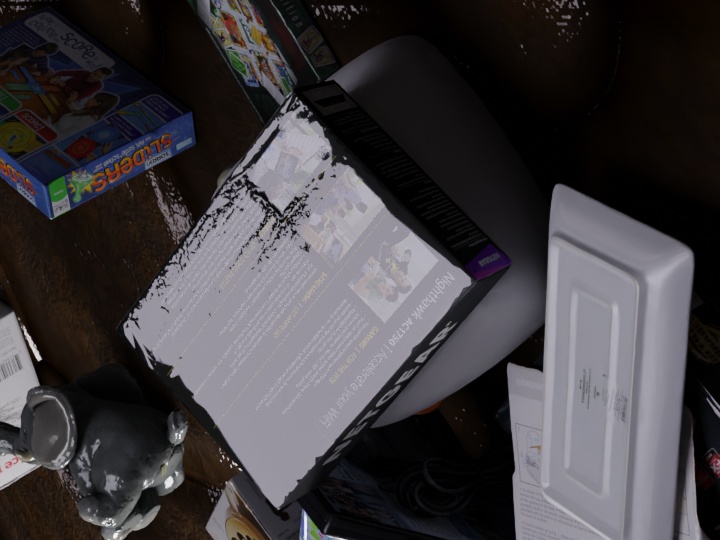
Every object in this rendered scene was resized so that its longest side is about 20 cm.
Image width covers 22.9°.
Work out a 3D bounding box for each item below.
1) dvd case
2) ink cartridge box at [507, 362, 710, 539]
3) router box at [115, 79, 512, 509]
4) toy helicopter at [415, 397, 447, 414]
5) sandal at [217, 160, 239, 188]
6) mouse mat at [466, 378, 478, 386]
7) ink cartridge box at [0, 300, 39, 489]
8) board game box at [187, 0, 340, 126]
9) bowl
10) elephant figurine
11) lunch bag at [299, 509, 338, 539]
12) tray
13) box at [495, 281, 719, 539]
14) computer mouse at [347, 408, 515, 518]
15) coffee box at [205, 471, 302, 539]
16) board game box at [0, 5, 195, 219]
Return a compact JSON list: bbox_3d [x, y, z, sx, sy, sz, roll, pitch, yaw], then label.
[{"bbox_3d":[0.038,0.152,1.138,0.018,0.200,0.143,-66,28,10],"label":"dvd case"},{"bbox_3d":[0.154,0.158,1.025,0.161,0.050,0.200,11,107,55],"label":"ink cartridge box"},{"bbox_3d":[-0.032,0.016,1.010,0.149,0.051,0.200,47,120,13],"label":"router box"},{"bbox_3d":[0.004,-0.009,1.137,0.200,0.079,0.132,28,117,15],"label":"toy helicopter"},{"bbox_3d":[-0.035,0.003,1.240,0.201,0.057,0.080,51,154,13],"label":"sandal"},{"bbox_3d":[0.000,0.000,1.250,0.200,0.008,0.161,8,124,55],"label":"mouse mat"},{"bbox_3d":[-0.434,0.144,1.968,0.084,0.145,0.200,29,140,47],"label":"ink cartridge box"},{"bbox_3d":[-0.091,-0.200,1.182,0.200,0.023,0.105,59,155,-2],"label":"board game box"},{"bbox_3d":[0.005,-0.016,1.056,0.200,0.075,0.200,-38,80,30],"label":"bowl"},{"bbox_3d":[-0.271,0.154,1.708,0.200,0.155,0.142,39,170,17],"label":"elephant figurine"},{"bbox_3d":[0.026,0.223,1.291,0.161,0.082,0.200,39,149,24],"label":"lunch bag"},{"bbox_3d":[0.129,0.062,0.956,0.107,0.022,0.200,31,130,47],"label":"tray"},{"bbox_3d":[0.169,0.096,1.019,0.159,0.046,0.200,52,152,13],"label":"box"},{"bbox_3d":[0.017,0.091,1.173,0.200,0.138,0.053,29,109,33],"label":"computer mouse"},{"bbox_3d":[-0.032,0.254,1.479,0.200,0.080,0.113,52,151,13],"label":"coffee box"},{"bbox_3d":[-0.241,-0.128,1.383,0.200,0.135,0.034,38,146,36],"label":"board game box"}]
